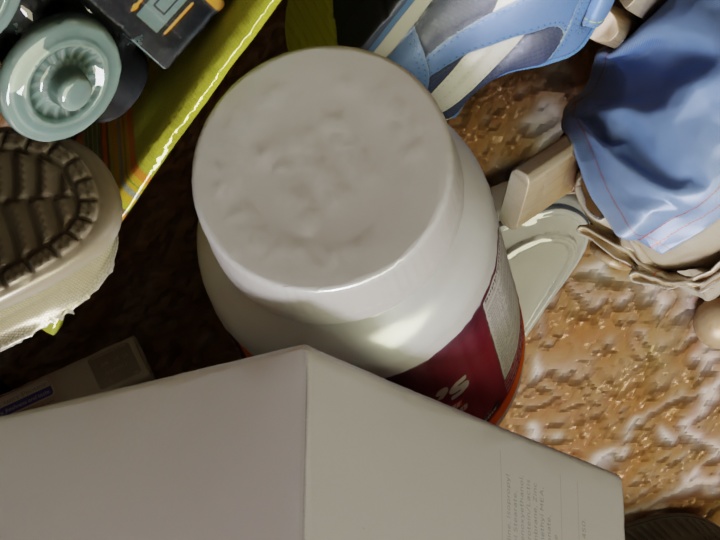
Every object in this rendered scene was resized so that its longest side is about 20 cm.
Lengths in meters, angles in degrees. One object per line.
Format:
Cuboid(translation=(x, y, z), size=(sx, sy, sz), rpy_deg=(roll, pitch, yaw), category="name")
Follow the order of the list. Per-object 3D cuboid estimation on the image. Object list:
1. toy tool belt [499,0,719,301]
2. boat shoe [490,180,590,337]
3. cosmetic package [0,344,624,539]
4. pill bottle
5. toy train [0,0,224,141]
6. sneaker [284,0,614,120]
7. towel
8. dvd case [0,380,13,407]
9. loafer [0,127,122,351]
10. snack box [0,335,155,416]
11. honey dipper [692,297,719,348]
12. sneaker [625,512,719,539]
Cuboid(translation=(0.144, -0.084, 1.106), size=(0.123, 0.125, 0.200), rpy_deg=(12, 123, -46), category="toy tool belt")
Cuboid(translation=(0.029, 0.048, 1.205), size=(0.073, 0.065, 0.200), rpy_deg=(24, 116, -41), category="boat shoe")
Cuboid(translation=(-0.037, 0.123, 1.066), size=(0.199, 0.124, 0.200), rpy_deg=(-14, 157, 35), category="cosmetic package")
Cuboid(translation=(0.000, 0.000, 1.070), size=(0.109, 0.110, 0.200), rpy_deg=(-28, 158, -2), category="pill bottle")
Cuboid(translation=(-0.120, -0.128, 0.953), size=(0.114, 0.085, 0.200), rpy_deg=(-48, 134, 1), category="toy train")
Cuboid(translation=(0.065, -0.129, 1.058), size=(0.200, 0.074, 0.082), rpy_deg=(-38, 135, 21), category="sneaker")
Cuboid(translation=(-0.060, -0.071, 1.029), size=(0.018, 0.086, 0.200), rpy_deg=(28, 114, -22), category="towel")
Cuboid(translation=(-0.241, 0.050, 1.089), size=(0.150, 0.025, 0.200), rpy_deg=(-38, 136, 9), category="dvd case")
Cuboid(translation=(-0.167, 0.013, 1.022), size=(0.199, 0.076, 0.068), rpy_deg=(-22, 150, 14), category="loafer")
Cuboid(translation=(-0.100, 0.103, 1.197), size=(0.072, 0.024, 0.200), rpy_deg=(-25, 145, -7), category="snack box")
Cuboid(translation=(0.228, -0.029, 1.269), size=(0.200, 0.038, 0.038), rpy_deg=(-39, 137, 13), category="honey dipper")
Cuboid(translation=(0.084, 0.182, 1.354), size=(0.199, 0.075, 0.107), rpy_deg=(-5, 130, -27), category="sneaker")
